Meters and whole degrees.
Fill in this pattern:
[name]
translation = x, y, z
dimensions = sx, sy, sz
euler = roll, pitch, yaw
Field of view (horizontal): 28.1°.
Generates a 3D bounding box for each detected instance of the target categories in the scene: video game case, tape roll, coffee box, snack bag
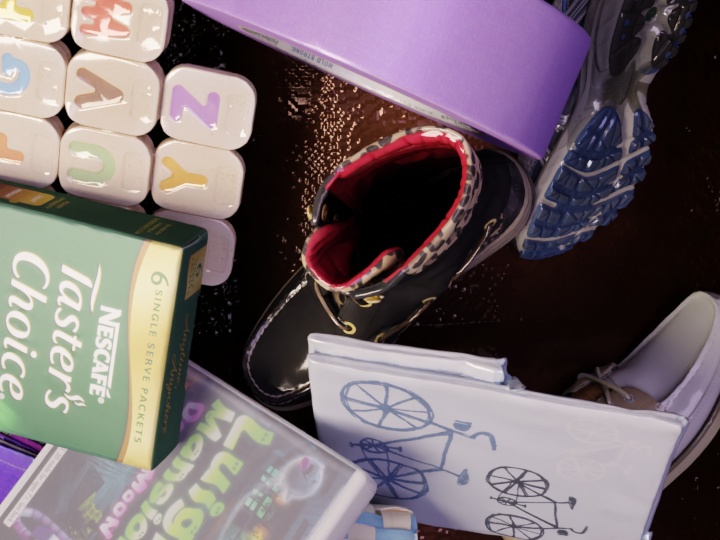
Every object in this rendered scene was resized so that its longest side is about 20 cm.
[video game case]
translation = -0.115, 0.148, 0.744
dimensions = 0.201, 0.181, 0.023
euler = -54, 146, -14
[tape roll]
translation = 0.013, -0.124, 0.722
dimensions = 0.198, 0.200, 0.066
euler = 21, 95, -16
[coffee box]
translation = -0.182, 0.018, 0.737
dimensions = 0.197, 0.044, 0.125
euler = 15, 106, 9
[snack bag]
translation = 0.070, 0.099, 0.773
dimensions = 0.197, 0.189, 0.022
euler = 9, 58, 9

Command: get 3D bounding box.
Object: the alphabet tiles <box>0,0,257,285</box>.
[alphabet tiles]
translation = -0.155, -0.060, 0.748
dimensions = 0.193, 0.015, 0.202
euler = 12, 117, 0

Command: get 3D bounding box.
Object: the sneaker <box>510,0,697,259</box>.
[sneaker]
translation = 0.124, -0.102, 0.825
dimensions = 0.076, 0.085, 0.202
euler = -3, 123, -37

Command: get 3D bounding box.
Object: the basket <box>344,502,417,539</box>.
[basket]
translation = -0.044, 0.224, 0.793
dimensions = 0.174, 0.139, 0.203
euler = 15, 68, -15

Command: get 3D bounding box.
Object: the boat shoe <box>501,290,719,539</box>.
[boat shoe]
translation = 0.156, 0.093, 0.862
dimensions = 0.068, 0.075, 0.201
euler = 32, 92, -22

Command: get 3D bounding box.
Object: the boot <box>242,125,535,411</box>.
[boot]
translation = 0.000, 0.000, 0.753
dimensions = 0.199, 0.150, 0.074
euler = -36, 79, 9

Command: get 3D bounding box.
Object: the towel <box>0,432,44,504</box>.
[towel]
translation = -0.225, 0.157, 0.809
dimensions = 0.198, 0.023, 0.145
euler = 29, 92, -16
